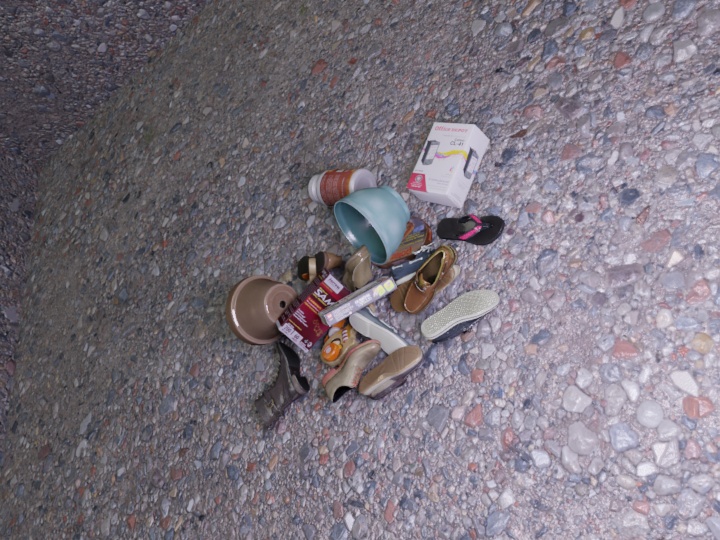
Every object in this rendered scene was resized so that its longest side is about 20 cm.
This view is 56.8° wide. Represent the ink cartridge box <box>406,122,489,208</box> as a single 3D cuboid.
[{"bbox_3d":[0.228,-0.279,1.751,0.147,0.085,0.202,16,81,45],"label":"ink cartridge box"}]

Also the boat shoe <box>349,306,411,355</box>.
[{"bbox_3d":[0.064,0.153,1.674,0.199,0.073,0.062,31,47,25],"label":"boat shoe"}]

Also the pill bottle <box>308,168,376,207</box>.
[{"bbox_3d":[-0.057,-0.242,1.963,0.198,0.112,0.114,6,73,42],"label":"pill bottle"}]

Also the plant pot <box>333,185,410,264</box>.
[{"bbox_3d":[0.044,-0.137,1.734,0.134,0.202,0.199,-41,41,-19],"label":"plant pot"}]

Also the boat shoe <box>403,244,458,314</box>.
[{"bbox_3d":[0.154,0.022,1.595,0.072,0.068,0.202,37,112,21],"label":"boat shoe"}]

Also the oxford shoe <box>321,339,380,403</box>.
[{"bbox_3d":[-0.013,0.254,1.667,0.200,0.070,0.075,-48,43,22],"label":"oxford shoe"}]

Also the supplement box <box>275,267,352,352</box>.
[{"bbox_3d":[-0.119,0.106,1.776,0.200,0.109,0.061,-48,22,0],"label":"supplement box"}]

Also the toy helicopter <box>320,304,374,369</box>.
[{"bbox_3d":[-0.035,0.164,1.773,0.201,0.079,0.132,-51,31,-5],"label":"toy helicopter"}]

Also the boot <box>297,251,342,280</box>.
[{"bbox_3d":[-0.121,-0.010,1.943,0.199,0.075,0.075,-16,76,56],"label":"boot"}]

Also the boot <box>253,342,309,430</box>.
[{"bbox_3d":[-0.239,0.321,1.867,0.174,0.069,0.201,-42,49,16],"label":"boot"}]

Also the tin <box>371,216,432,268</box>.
[{"bbox_3d":[0.104,-0.071,1.788,0.198,0.042,0.113,-18,54,34],"label":"tin"}]

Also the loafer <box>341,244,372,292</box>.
[{"bbox_3d":[0.000,0.000,1.767,0.067,0.200,0.076,40,67,11],"label":"loafer"}]

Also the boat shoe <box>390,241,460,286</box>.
[{"bbox_3d":[0.160,-0.027,1.687,0.199,0.075,0.062,-31,81,35],"label":"boat shoe"}]

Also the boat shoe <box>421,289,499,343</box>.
[{"bbox_3d":[0.237,0.110,1.564,0.198,0.062,0.075,-31,45,7],"label":"boat shoe"}]

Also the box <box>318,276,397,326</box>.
[{"bbox_3d":[-0.009,0.077,1.707,0.198,0.035,0.110,-29,5,-10],"label":"box"}]

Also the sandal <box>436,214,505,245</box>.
[{"bbox_3d":[0.265,-0.105,1.657,0.198,0.045,0.076,3,71,42],"label":"sandal"}]

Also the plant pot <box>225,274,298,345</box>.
[{"bbox_3d":[-0.257,0.106,1.873,0.174,0.199,0.203,-13,59,55],"label":"plant pot"}]

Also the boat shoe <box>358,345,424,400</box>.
[{"bbox_3d":[0.083,0.252,1.623,0.199,0.065,0.072,-38,32,23],"label":"boat shoe"}]

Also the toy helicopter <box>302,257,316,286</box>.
[{"bbox_3d":[-0.129,0.044,1.852,0.078,0.202,0.133,0,38,-2],"label":"toy helicopter"}]

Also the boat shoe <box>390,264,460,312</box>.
[{"bbox_3d":[0.163,0.046,1.669,0.199,0.062,0.074,-30,78,30],"label":"boat shoe"}]
